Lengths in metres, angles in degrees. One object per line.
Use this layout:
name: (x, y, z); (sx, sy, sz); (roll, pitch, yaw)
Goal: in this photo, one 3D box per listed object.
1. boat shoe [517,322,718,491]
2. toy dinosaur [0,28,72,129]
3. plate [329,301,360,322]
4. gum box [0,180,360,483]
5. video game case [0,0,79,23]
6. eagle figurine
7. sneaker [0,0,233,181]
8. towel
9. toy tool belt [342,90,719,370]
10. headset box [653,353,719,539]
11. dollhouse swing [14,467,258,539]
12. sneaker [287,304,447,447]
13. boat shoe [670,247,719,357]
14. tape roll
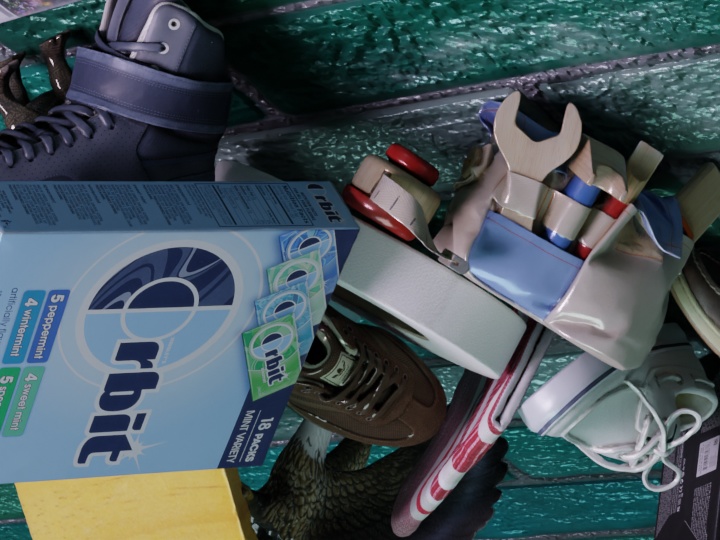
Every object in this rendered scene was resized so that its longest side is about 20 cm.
boat shoe: (0.163, 0.087, 1.537); (0.075, 0.086, 0.202); (-41, 166, 21)
toy dinosaur: (-0.175, -0.062, 1.409); (0.077, 0.200, 0.102); (-22, 103, 32)
plate: (-0.098, 0.017, 1.664); (0.199, 0.026, 0.200); (8, 155, 4)
gum box: (-0.119, 0.031, 1.338); (0.199, 0.045, 0.170); (-1, 130, -30)
video game case: (-0.224, -0.186, 1.300); (0.181, 0.023, 0.200); (-10, 147, 37)
eagle figurine: (-0.022, 0.141, 1.689); (0.200, 0.152, 0.151); (0, 142, -37)
sneaker: (-0.155, -0.081, 1.328); (0.202, 0.147, 0.077); (5, -166, -36)
towel: (0.076, 0.070, 1.574); (0.023, 0.144, 0.200); (29, 153, -2)
toy tool belt: (0.099, -0.042, 1.399); (0.200, 0.123, 0.125); (31, -178, -24)
headset box: (0.291, 0.153, 1.655); (0.200, 0.149, 0.077); (21, 153, -22)
dollhouse swing: (-0.127, 0.079, 1.563); (0.181, 0.176, 0.201); (-4, 114, 24)
sneaker: (-0.022, 0.056, 1.505); (0.200, 0.071, 0.076); (32, -174, -29)
boat shoe: (0.264, 0.035, 1.536); (0.200, 0.072, 0.072); (35, 116, -23)
tape roll: (0.000, 0.000, 1.481); (0.202, 0.037, 0.203); (28, 176, 2)
